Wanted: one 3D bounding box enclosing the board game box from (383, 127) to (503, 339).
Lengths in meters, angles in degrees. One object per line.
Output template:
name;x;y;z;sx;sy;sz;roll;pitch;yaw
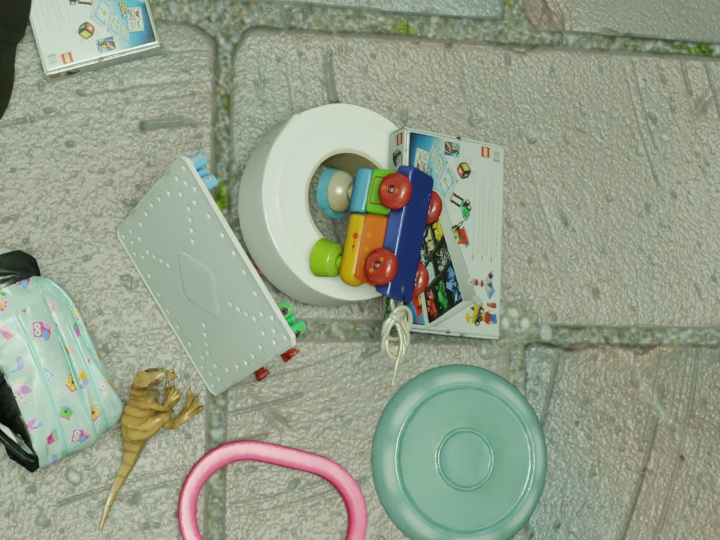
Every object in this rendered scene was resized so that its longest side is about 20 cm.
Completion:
board game box;0.087;-0.035;1.214;0.124;0.034;0.204;7;81;-29

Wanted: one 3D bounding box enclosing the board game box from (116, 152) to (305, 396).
board game box;-0.150;0.008;1.158;0.026;0.199;0.202;-30;88;-35

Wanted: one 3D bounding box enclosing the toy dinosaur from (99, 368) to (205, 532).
toy dinosaur;-0.218;0.154;1.180;0.105;0.202;0.060;-22;51;-42

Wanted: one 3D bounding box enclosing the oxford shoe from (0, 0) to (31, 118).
oxford shoe;-0.399;-0.209;1.213;0.070;0.071;0.203;15;84;26

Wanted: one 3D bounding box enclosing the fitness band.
fitness band;-0.089;0.253;1.213;0.196;0.037;0.146;14;80;-10

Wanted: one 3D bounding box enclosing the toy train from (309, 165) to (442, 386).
toy train;0.000;0.000;1.133;0.114;0.084;0.204;8;85;31

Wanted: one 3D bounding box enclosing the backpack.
backpack;-0.318;0.087;1.136;0.125;0.167;0.203;-26;94;-18

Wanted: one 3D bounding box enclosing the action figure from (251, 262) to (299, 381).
action figure;-0.138;0.015;1.230;0.065;0.052;0.201;-34;87;-21

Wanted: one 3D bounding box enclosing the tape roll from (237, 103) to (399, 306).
tape roll;-0.025;-0.067;1.226;0.199;0.071;0.207;4;82;-27

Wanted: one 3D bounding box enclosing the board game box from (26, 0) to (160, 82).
board game box;-0.298;-0.313;1.253;0.124;0.035;0.203;-15;85;-12

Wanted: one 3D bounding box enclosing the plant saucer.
plant saucer;0.110;0.201;1.264;0.196;0.027;0.204;1;83;-11
